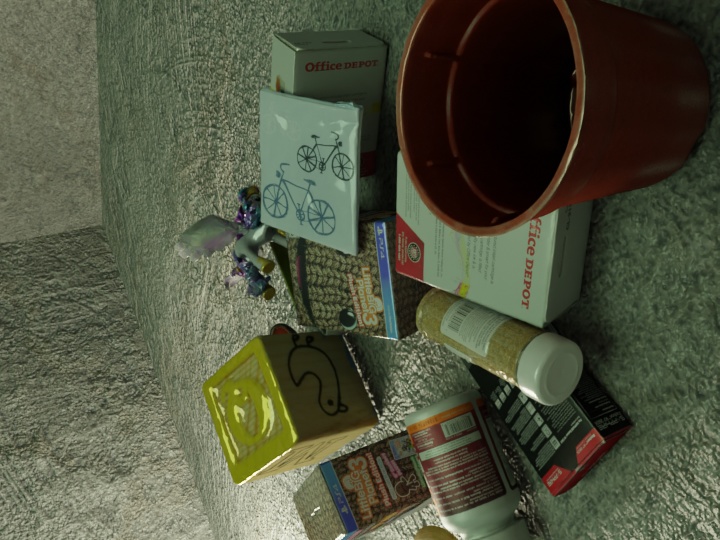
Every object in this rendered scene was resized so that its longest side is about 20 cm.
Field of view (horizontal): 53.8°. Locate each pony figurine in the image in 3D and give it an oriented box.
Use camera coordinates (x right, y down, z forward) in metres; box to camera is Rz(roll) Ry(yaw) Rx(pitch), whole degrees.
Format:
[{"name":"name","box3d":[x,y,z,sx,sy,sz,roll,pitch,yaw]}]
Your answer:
[{"name":"pony figurine","box3d":[-0.189,-0.043,1.205,0.200,0.193,0.166,46,-176,41]}]

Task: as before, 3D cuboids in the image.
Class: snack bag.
[{"name":"snack bag","box3d":[-0.070,-0.136,0.944,0.187,0.021,0.202,20,119,36]}]

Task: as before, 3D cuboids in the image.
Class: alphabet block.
[{"name":"alphabet block","box3d":[-0.124,0.233,1.238,0.196,0.199,0.197,-42,64,33]}]

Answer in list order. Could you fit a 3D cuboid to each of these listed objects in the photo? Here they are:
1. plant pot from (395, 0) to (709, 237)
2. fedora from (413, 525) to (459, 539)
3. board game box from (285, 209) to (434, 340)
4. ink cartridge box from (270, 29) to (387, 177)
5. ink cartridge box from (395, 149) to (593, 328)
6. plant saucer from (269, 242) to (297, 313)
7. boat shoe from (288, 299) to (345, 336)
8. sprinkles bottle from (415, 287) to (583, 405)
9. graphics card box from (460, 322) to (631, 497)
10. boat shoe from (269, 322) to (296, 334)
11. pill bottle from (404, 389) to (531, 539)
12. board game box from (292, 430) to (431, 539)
[{"name":"plant pot","box3d":[0.165,-0.136,0.581,0.200,0.194,0.203,15,109,55]},{"name":"fedora","box3d":[0.151,0.442,1.001,0.200,0.081,0.203,37,134,51]},{"name":"board game box","box3d":[0.000,0.000,1.011,0.199,0.096,0.161,3,105,43]},{"name":"ink cartridge box","box3d":[-0.050,-0.231,1.009,0.083,0.144,0.202,47,140,44]},{"name":"ink cartridge box","box3d":[0.137,-0.046,0.759,0.199,0.082,0.147,22,122,38]},{"name":"plant saucer","box3d":[-0.067,-0.043,1.190,0.200,0.048,0.201,-45,60,42]},{"name":"boat shoe","box3d":[-0.093,0.057,1.280,0.202,0.085,0.075,47,140,43]},{"name":"sprinkles bottle","box3d":[0.143,0.074,0.765,0.199,0.068,0.069,27,125,54]},{"name":"graphics card box","box3d":[0.201,0.134,0.805,0.201,0.050,0.126,56,146,32]},{"name":"boat shoe","box3d":[-0.132,0.199,1.418,0.063,0.071,0.202,32,-144,-84]},{"name":"pill bottle","box3d":[0.140,0.266,0.915,0.110,0.109,0.202,-44,63,59]},{"name":"board game box","box3d":[0.022,0.323,1.048,0.097,0.198,0.160,63,149,22]}]
